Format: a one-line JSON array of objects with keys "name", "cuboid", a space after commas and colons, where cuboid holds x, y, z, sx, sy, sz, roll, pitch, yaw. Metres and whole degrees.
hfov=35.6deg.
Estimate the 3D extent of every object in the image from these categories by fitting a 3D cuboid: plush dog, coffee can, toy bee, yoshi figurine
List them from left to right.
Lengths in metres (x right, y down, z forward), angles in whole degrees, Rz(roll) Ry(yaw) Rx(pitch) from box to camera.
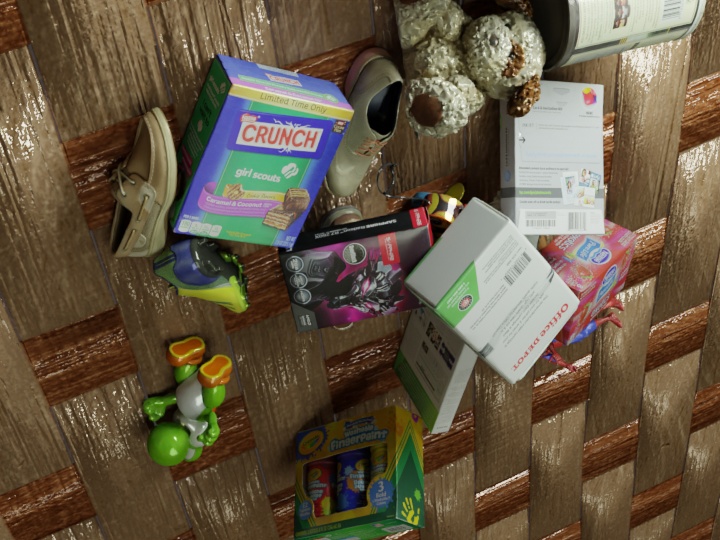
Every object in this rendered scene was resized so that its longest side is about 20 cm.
[{"name": "yoshi figurine", "cuboid": [-0.242, 0.197, 1.534, 0.110, 0.113, 0.202, 5, 128, -14]}, {"name": "toy bee", "cuboid": [0.105, -0.060, 1.494, 0.199, 0.107, 0.133, 15, 84, -61]}, {"name": "plush dog", "cuboid": [0.136, -0.247, 1.329, 0.169, 0.204, 0.161, -8, 168, 8]}, {"name": "coffee can", "cuboid": [0.296, -0.334, 1.361, 0.197, 0.147, 0.148, -15, 134, -20]}]

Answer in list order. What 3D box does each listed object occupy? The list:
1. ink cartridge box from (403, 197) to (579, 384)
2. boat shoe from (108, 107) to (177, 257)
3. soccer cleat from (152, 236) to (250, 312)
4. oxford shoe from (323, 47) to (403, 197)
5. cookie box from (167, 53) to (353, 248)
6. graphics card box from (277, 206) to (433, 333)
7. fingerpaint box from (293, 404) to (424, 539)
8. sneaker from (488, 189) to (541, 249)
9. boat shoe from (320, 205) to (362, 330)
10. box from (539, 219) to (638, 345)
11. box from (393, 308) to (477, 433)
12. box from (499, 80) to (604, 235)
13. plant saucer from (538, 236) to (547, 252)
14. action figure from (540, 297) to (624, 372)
[{"name": "ink cartridge box", "cuboid": [0.171, 0.030, 1.437, 0.146, 0.084, 0.200, -49, 129, -3]}, {"name": "boat shoe", "cuboid": [-0.254, -0.093, 1.290, 0.064, 0.072, 0.202, -8, 132, -26]}, {"name": "soccer cleat", "cuboid": [-0.196, 0.009, 1.406, 0.082, 0.066, 0.200, -17, 160, 9]}, {"name": "oxford shoe", "cuboid": [0.001, -0.168, 1.378, 0.070, 0.074, 0.202, -4, 129, -28]}, {"name": "cookie box", "cuboid": [-0.125, -0.136, 1.329, 0.169, 0.076, 0.202, 7, 122, -34]}, {"name": "graphics card box", "cuboid": [0.000, 0.000, 1.442, 0.196, 0.051, 0.127, -10, 124, 1]}, {"name": "fingerpaint box", "cuboid": [-0.005, 0.308, 1.664, 0.198, 0.170, 0.073, -20, 147, 34]}, {"name": "sneaker", "cuboid": [0.199, -0.076, 1.537, 0.092, 0.070, 0.204, 13, 85, -19]}, {"name": "boat shoe", "cuboid": [-0.023, 0.010, 1.519, 0.075, 0.072, 0.202, -16, 133, -18]}, {"name": "box", "cuboid": [0.319, 0.008, 1.650, 0.199, 0.095, 0.101, -35, 143, -44]}, {"name": "box", "cuboid": [0.113, 0.116, 1.642, 0.036, 0.145, 0.202, -2, 129, -28]}, {"name": "box", "cuboid": [0.257, -0.149, 1.497, 0.154, 0.041, 0.204, -2, 93, -30]}, {"name": "plant saucer", "cuboid": [0.227, 0.033, 1.652, 0.200, 0.037, 0.202, -42, 146, -36]}, {"name": "action figure", "cuboid": [0.352, 0.120, 1.829, 0.197, 0.099, 0.066, -20, 134, -12]}]
